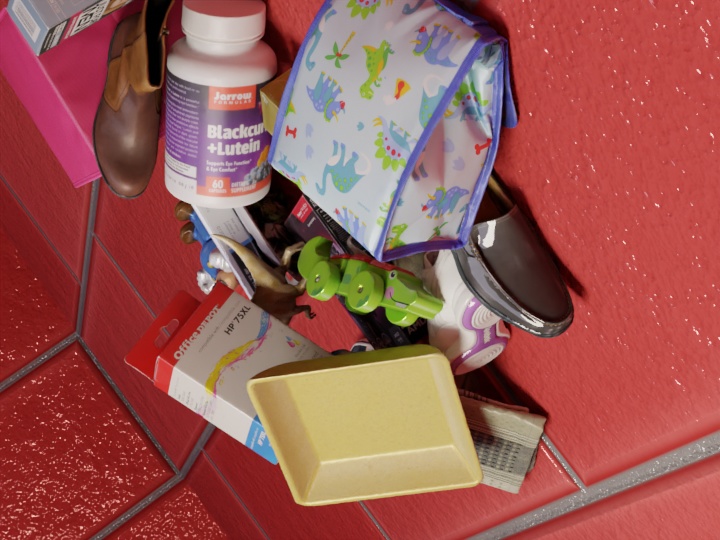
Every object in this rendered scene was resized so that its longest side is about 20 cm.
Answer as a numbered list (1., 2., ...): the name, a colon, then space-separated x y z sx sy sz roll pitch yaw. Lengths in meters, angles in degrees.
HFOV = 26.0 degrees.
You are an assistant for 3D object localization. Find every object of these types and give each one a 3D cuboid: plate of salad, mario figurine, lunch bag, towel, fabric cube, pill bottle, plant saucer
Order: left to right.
1. fabric cube: -0.269 -0.230 1.710 0.200 0.200 0.196 59 163 -8
2. mario figurine: -0.192 -0.003 2.047 0.123 0.106 0.200 22 -156 -53
3. pill bottle: -0.140 -0.174 1.571 0.111 0.111 0.201 35 131 44
4. plate of salad: -0.111 -0.078 1.789 0.201 0.048 0.200 59 -175 -8
5. plant saucer: 0.008 0.146 1.550 0.049 0.199 0.200 -87 -16 -46
6. lunch bag: 0.031 -0.137 1.275 0.170 0.127 0.201 40 127 36
7. towel: 0.093 0.164 1.647 0.199 0.035 0.193 18 151 6

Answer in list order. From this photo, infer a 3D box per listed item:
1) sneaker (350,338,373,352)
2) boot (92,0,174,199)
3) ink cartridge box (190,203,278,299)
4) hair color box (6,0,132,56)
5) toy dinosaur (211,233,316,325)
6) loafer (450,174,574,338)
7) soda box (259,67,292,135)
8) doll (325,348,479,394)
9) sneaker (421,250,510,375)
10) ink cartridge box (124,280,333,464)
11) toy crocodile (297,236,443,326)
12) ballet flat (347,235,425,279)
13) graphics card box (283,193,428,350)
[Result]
1. sneaker: 0.022 0.135 1.825 0.079 0.079 0.200 61 162 -20
2. boot: -0.208 -0.170 1.520 0.200 0.068 0.189 175 105 -71
3. ink cartridge box: -0.153 -0.066 1.826 0.199 0.043 0.200 59 -176 -10
4. hair color box: -0.246 -0.296 1.539 0.061 0.200 0.099 56 161 -4
5. toy dinosaur: -0.088 0.018 1.695 0.058 0.101 0.200 43 161 39
6. loafer: 0.114 -0.029 1.338 0.200 0.073 0.072 49 156 13
7. soda box: -0.011 -0.111 1.495 0.200 0.068 0.064 46 160 24
8. doll: 0.026 0.118 1.683 0.199 0.049 0.137 5 154 29
9. sneaker: 0.098 0.032 1.502 0.100 0.075 0.200 61 161 25
10. ink cartridge box: -0.136 0.096 1.643 0.200 0.116 0.067 32 149 7
11. toy crocodile: 0.007 0.011 1.504 0.067 0.062 0.200 21 177 -34
12. ballet flat: 0.002 -0.060 1.562 0.200 0.062 0.067 54 161 3
13. graphics card box: 0.000 0.000 1.687 0.200 0.051 0.125 53 162 2
